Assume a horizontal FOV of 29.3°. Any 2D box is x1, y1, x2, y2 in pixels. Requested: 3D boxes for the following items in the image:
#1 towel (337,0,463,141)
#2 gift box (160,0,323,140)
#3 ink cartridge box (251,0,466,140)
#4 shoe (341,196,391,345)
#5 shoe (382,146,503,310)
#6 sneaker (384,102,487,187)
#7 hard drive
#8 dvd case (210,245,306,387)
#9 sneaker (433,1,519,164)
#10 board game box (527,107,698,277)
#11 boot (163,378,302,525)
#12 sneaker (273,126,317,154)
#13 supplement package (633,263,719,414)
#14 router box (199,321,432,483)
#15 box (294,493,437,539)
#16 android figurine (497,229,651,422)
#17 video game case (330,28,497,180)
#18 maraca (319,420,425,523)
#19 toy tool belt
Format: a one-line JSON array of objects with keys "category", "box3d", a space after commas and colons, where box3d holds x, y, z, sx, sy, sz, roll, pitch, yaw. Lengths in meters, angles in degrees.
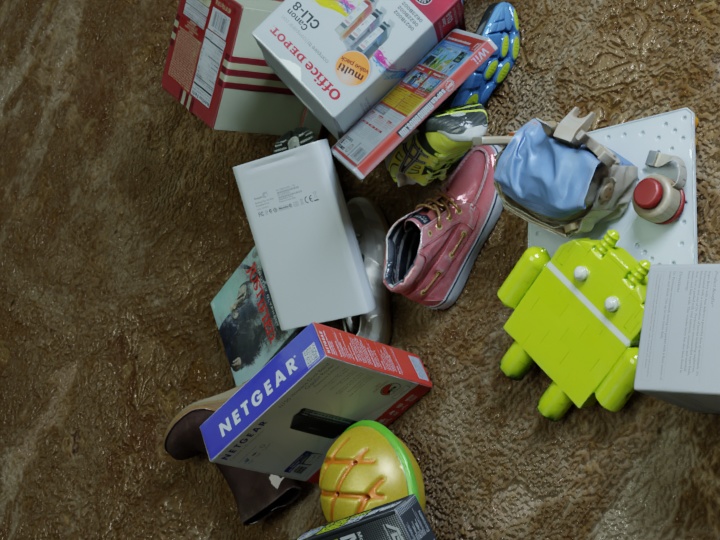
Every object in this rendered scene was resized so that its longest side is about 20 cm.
[{"category": "towel", "box3d": [0.047, -0.244, 1.696, 0.146, 0.024, 0.201, 11, 84, 44]}, {"category": "gift box", "box3d": [-0.118, -0.281, 1.746, 0.185, 0.186, 0.201, 45, 123, 44]}, {"category": "ink cartridge box", "box3d": [0.000, -0.270, 1.589, 0.200, 0.145, 0.145, -44, 80, -1]}, {"category": "shoe", "box3d": [0.000, 0.000, 1.638, 0.070, 0.053, 0.201, -23, 61, 36]}, {"category": "shoe", "box3d": [0.095, -0.057, 1.541, 0.071, 0.091, 0.201, 26, 95, 45]}, {"category": "sneaker", "box3d": [0.086, -0.136, 1.515, 0.200, 0.075, 0.077, 0, 105, 68]}, {"category": "hard drive", "box3d": [-0.065, -0.039, 1.591, 0.131, 0.026, 0.201, -13, 97, 36]}, {"category": "dvd case", "box3d": [-0.118, 0.043, 1.724, 0.200, 0.022, 0.147, -47, 52, 38]}, {"category": "sneaker", "box3d": [0.116, -0.221, 1.589, 0.083, 0.071, 0.200, 36, 105, 37]}, {"category": "board game box", "box3d": [0.262, -0.051, 1.427, 0.199, 0.026, 0.201, -12, 69, 41]}, {"category": "boot", "box3d": [-0.162, 0.236, 1.700, 0.200, 0.072, 0.167, -32, 54, 28]}, {"category": "sneaker", "box3d": [-0.051, -0.082, 1.687, 0.078, 0.090, 0.201, -19, 49, 13]}, {"category": "supplement package", "box3d": [0.364, 0.065, 1.225, 0.199, 0.119, 0.122, 0, 75, 43]}, {"category": "router box", "box3d": [-0.050, 0.154, 1.547, 0.200, 0.179, 0.049, -43, 50, 25]}, {"category": "box", "box3d": [0.030, 0.348, 1.435, 0.160, 0.044, 0.201, -25, 92, 36]}, {"category": "android figurine", "box3d": [0.220, 0.052, 1.390, 0.182, 0.041, 0.200, 49, 124, 27]}, {"category": "video game case", "box3d": [0.054, -0.184, 1.504, 0.200, 0.017, 0.143, -44, 18, 2]}, {"category": "maraca", "box3d": [0.020, 0.260, 1.497, 0.137, 0.107, 0.201, -48, 53, 40]}, {"category": "toy tool belt", "box3d": [0.213, -0.097, 1.383, 0.200, 0.123, 0.126, 21, 91, 45]}]
